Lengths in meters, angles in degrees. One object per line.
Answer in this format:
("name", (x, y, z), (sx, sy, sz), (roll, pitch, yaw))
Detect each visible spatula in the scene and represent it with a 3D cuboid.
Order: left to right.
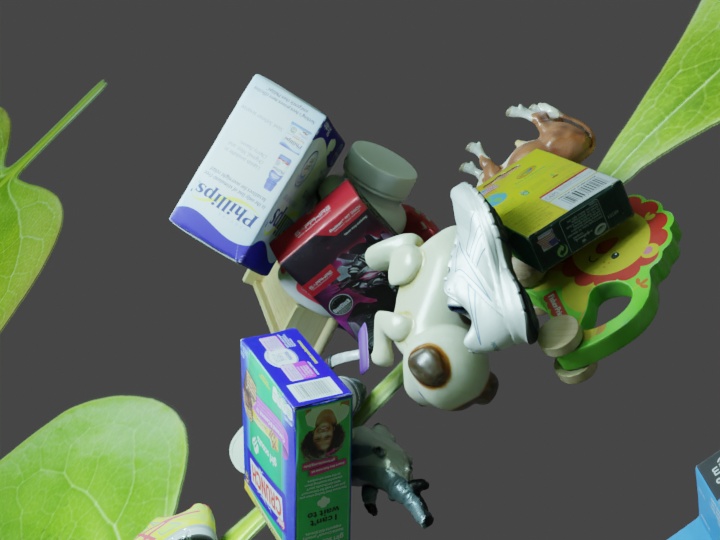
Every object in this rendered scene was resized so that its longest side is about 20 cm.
("spatula", (-0.023, 0.106, 1.760), (0.200, 0.020, 0.057), (151, 120, -63))

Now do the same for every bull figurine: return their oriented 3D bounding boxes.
("bull figurine", (0.191, -0.121, 1.785), (0.200, 0.065, 0.122), (-39, 66, -4))

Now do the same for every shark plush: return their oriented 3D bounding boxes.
("shark plush", (0.026, 0.233, 1.631), (0.199, 0.091, 0.084), (29, 99, 39))

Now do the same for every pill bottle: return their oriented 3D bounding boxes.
("pill bottle", (-0.011, -0.052, 1.820), (0.201, 0.119, 0.120), (-62, 28, 22))

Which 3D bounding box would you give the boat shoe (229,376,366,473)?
("boat shoe", (-0.073, 0.188, 1.775), (0.199, 0.073, 0.062), (-35, -9, 27))

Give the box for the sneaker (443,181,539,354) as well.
("sneaker", (0.123, -0.004, 1.556), (0.087, 0.075, 0.201), (-22, 61, 13))

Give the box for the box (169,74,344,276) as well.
("box", (-0.118, -0.108, 1.753), (0.201, 0.104, 0.184), (-59, -8, -1))

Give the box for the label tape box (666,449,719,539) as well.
("label tape box", (0.358, 0.213, 1.267), (0.199, 0.063, 0.145), (-37, 34, 11))

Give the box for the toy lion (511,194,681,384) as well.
("toy lion", (0.267, 0.005, 1.597), (0.191, 0.069, 0.201), (-29, 36, 9))

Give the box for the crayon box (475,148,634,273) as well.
("crayon box", (0.204, -0.072, 1.658), (0.126, 0.051, 0.200), (-31, 24, -9))

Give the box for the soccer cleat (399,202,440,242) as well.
("soccer cleat", (0.040, -0.061, 1.904), (0.199, 0.076, 0.067), (20, 103, 39))

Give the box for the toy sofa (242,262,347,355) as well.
("toy sofa", (-0.080, 0.042, 1.915), (0.083, 0.097, 0.200), (-60, 29, 21))

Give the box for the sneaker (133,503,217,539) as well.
("sneaker", (-0.251, 0.346, 1.774), (0.199, 0.078, 0.091), (-26, 29, 17))

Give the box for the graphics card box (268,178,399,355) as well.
("graphics card box", (0.000, 0.000, 1.752), (0.125, 0.200, 0.051), (-39, 36, 6))

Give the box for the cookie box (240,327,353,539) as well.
("cookie box", (-0.072, 0.194, 1.627), (0.075, 0.202, 0.171), (-10, 27, -21))

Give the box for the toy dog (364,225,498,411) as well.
("toy dog", (0.100, 0.064, 1.647), (0.193, 0.139, 0.201), (-24, 50, 35))
